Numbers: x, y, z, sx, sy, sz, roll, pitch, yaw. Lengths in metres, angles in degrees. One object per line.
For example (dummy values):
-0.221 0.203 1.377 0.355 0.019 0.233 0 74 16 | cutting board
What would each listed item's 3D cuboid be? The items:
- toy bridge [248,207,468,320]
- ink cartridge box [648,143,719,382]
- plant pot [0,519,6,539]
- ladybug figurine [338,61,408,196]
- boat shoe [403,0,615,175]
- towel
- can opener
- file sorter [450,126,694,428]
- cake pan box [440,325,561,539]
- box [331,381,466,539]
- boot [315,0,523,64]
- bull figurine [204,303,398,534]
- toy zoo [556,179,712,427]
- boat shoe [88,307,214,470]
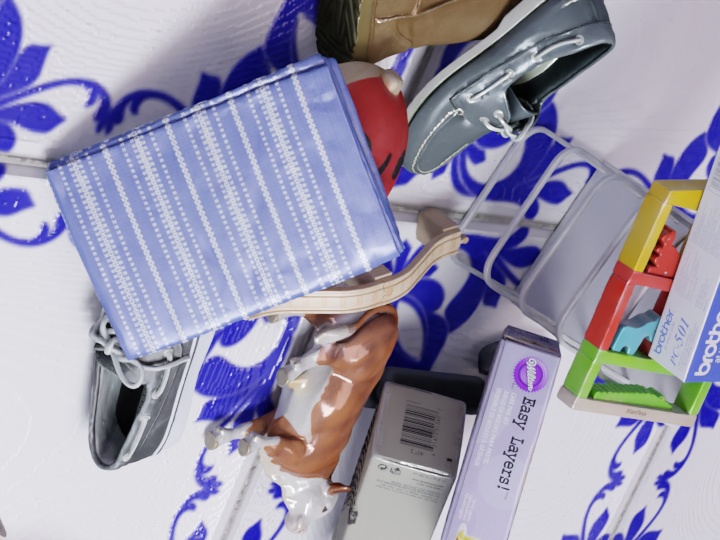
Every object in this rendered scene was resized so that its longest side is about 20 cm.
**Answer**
0.000 0.000 1.384 0.199 0.067 0.027 -17 129 -32 | toy bridge
0.275 -0.021 1.311 0.094 0.044 0.201 2 114 -34 | ink cartridge box
-0.348 0.088 1.059 0.177 0.200 0.200 -35 138 1 | plant pot
-0.038 -0.055 1.275 0.135 0.072 0.200 16 124 -49 | ladybug figurine
0.100 -0.125 1.342 0.200 0.062 0.073 -43 156 28 | boat shoe
-0.085 -0.040 1.215 0.199 0.024 0.145 -21 107 4 | towel
0.075 0.090 1.541 0.199 0.052 0.067 3 83 -45 | can opener
0.184 -0.004 1.449 0.124 0.200 0.139 28 98 -44 | file sorter
0.104 0.138 1.435 0.200 0.052 0.185 2 107 -85 | cake pan box
0.024 0.184 1.482 0.068 0.082 0.201 15 133 -3 | box
0.067 -0.224 1.286 0.199 0.066 0.176 -18 142 -30 | boot
-0.041 0.106 1.427 0.121 0.065 0.201 5 115 -43 | bull figurine
0.228 0.013 1.341 0.131 0.020 0.201 10 109 -39 | toy zoo
-0.150 0.050 1.283 0.068 0.073 0.200 -26 144 -45 | boat shoe
